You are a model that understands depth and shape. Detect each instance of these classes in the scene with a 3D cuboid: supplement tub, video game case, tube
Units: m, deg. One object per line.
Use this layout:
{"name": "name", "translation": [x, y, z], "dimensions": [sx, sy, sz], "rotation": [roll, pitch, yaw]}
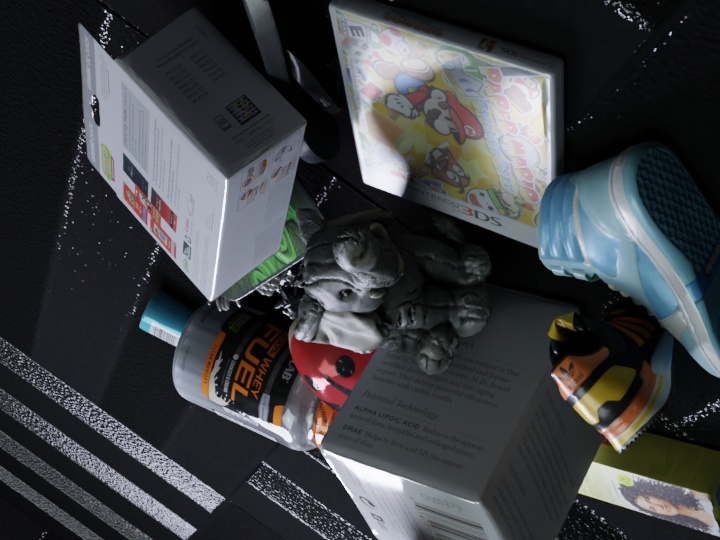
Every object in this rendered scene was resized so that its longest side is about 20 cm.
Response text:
{"name": "supplement tub", "translation": [-0.093, 0.116, 1.412], "dimensions": [0.198, 0.123, 0.123], "rotation": [20, 149, 24]}
{"name": "video game case", "translation": [0.069, -0.108, 0.993], "dimensions": [0.180, 0.023, 0.201], "rotation": [22, 149, 23]}
{"name": "tube", "translation": [-0.163, 0.093, 1.538], "dimensions": [0.198, 0.051, 0.077], "rotation": [30, 175, 3]}

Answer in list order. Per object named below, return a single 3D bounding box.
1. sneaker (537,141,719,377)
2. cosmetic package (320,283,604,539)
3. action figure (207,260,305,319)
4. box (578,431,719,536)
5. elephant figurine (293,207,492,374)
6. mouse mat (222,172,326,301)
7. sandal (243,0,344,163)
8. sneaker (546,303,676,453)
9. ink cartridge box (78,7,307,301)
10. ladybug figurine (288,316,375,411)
{"name": "sneaker", "translation": [0.205, 0.000, 0.958], "dimensions": [0.130, 0.080, 0.201], "rotation": [-8, 121, 50]}
{"name": "cosmetic package", "translation": [0.100, 0.139, 1.152], "dimensions": [0.163, 0.201, 0.166], "rotation": [13, 147, 33]}
{"name": "action figure", "translation": [-0.098, -0.007, 1.253], "dimensions": [0.200, 0.102, 0.119], "rotation": [43, 140, -13]}
{"name": "box", "translation": [0.246, 0.183, 1.224], "dimensions": [0.198, 0.050, 0.076], "rotation": [12, 145, 38]}
{"name": "elephant figurine", "translation": [0.000, 0.000, 1.045], "dimensions": [0.199, 0.142, 0.156], "rotation": [13, 127, -42]}
{"name": "mouse mat", "translation": [-0.124, -0.082, 1.156], "dimensions": [0.160, 0.008, 0.201], "rotation": [-31, 95, 42]}
{"name": "sandal", "translation": [-0.044, -0.157, 0.995], "dimensions": [0.042, 0.077, 0.201], "rotation": [-6, 140, 13]}
{"name": "sneaker", "translation": [0.182, 0.055, 0.983], "dimensions": [0.090, 0.200, 0.070], "rotation": [40, 111, -5]}
{"name": "ink cartridge box", "translation": [-0.139, -0.102, 1.046], "dimensions": [0.176, 0.084, 0.201], "rotation": [46, 154, 14]}
{"name": "ladybug figurine", "translation": [0.011, 0.099, 1.270], "dimensions": [0.199, 0.073, 0.135], "rotation": [29, 138, -33]}
